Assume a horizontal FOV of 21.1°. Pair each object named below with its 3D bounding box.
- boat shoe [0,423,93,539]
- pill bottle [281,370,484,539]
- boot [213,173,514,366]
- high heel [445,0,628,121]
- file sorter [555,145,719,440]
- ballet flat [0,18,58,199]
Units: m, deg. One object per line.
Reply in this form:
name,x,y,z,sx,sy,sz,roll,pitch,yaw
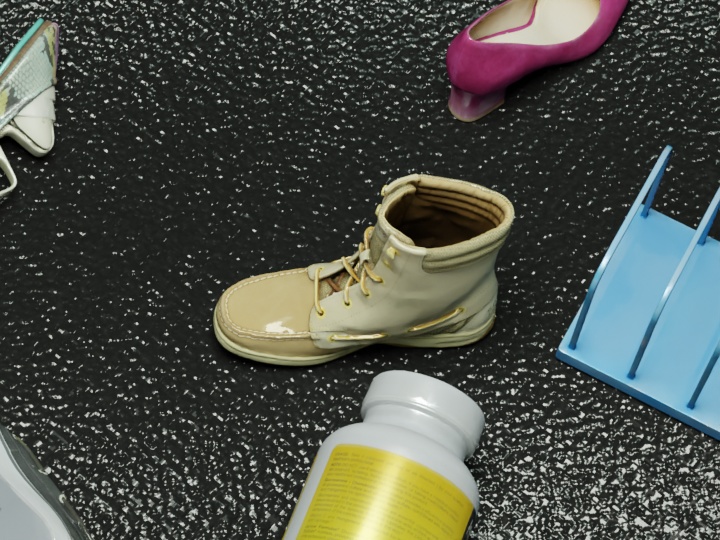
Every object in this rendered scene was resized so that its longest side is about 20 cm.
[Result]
boat shoe,-0.238,0.142,1.263,0.069,0.057,0.200,-50,55,11
pill bottle,0.011,0.169,1.234,0.112,0.112,0.200,20,63,7
boot,0.000,0.000,1.298,0.200,0.156,0.073,-2,62,-4
high heel,0.139,-0.196,1.445,0.200,0.096,0.067,-35,69,-19
file sorter,0.260,0.025,1.322,0.200,0.123,0.139,27,63,11
ballet flat,-0.268,-0.091,1.388,0.071,0.069,0.200,40,70,-3
